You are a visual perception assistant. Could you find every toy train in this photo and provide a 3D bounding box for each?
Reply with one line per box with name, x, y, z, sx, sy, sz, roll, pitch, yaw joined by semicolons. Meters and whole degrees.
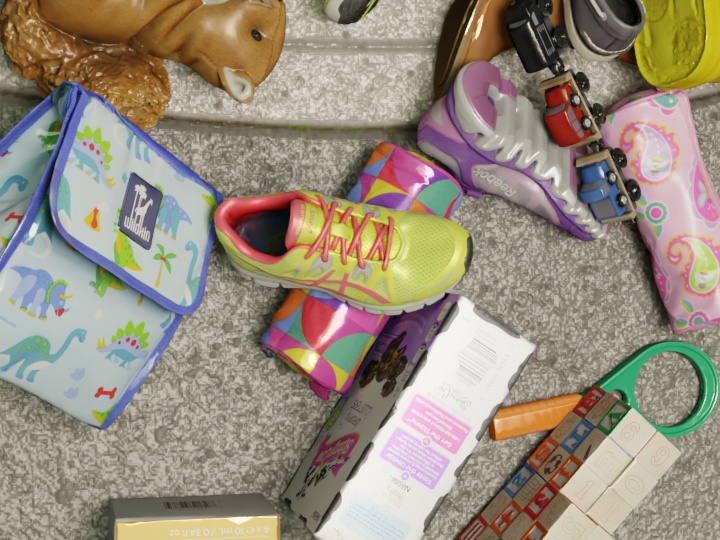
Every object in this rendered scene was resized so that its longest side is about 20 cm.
toy train;0.163;-0.119;1.181;0.046;0.034;0.201;-41;108;-42

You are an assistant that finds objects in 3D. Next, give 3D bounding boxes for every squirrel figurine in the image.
squirrel figurine;-0.159;-0.182;1.147;0.186;0.142;0.200;36;98;-20

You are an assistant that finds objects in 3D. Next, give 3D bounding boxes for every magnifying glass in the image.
magnifying glass;0.202;0.109;1.267;0.199;0.022;0.080;-11;93;-13

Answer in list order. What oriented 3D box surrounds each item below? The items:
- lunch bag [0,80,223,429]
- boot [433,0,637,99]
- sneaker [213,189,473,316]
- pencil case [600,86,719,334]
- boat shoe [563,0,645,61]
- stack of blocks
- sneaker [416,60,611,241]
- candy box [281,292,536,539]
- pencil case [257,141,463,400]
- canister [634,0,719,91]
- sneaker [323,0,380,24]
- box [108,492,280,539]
lunch bag;-0.203;-0.012;1.097;0.201;0.127;0.170;-56;137;-5
boot;0.155;-0.199;1.232;0.155;0.077;0.201;27;78;-15
sneaker;-0.018;-0.019;1.109;0.199;0.090;0.079;2;72;19
pencil case;0.258;-0.049;1.239;0.087;0.087;0.201;-24;93;-10
boat shoe;0.181;-0.264;1.173;0.072;0.063;0.201;-8;85;-18
stack of blocks;0.156;0.192;1.198;0.059;0.115;0.200;42;88;-14
sneaker;0.120;-0.083;1.219;0.200;0.088;0.081;35;45;-31
candy box;0.030;0.117;1.156;0.071;0.168;0.201;33;84;-10
pencil case;0.000;0.000;1.194;0.088;0.088;0.201;33;87;-10
canister;0.316;-0.218;1.221;0.199;0.086;0.150;-3;84;-30
sneaker;0.013;-0.283;1.200;0.076;0.075;0.201;26;75;-3
box;-0.127;0.277;1.162;0.124;0.097;0.201;-1;92;-12
